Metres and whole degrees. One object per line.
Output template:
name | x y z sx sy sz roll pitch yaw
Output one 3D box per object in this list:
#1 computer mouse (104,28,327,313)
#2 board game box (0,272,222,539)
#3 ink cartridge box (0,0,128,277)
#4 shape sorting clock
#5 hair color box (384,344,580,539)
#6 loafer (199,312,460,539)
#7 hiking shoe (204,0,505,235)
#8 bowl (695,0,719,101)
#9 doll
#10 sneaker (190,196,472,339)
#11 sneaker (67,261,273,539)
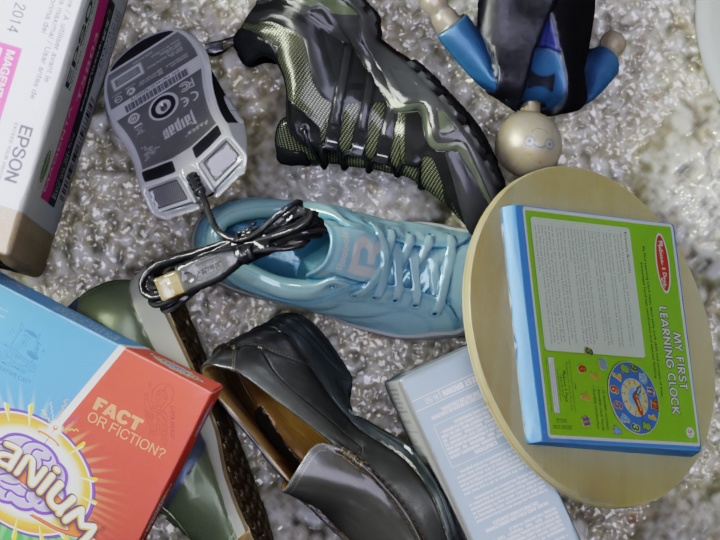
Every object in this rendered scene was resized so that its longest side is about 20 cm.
computer mouse | -0.092 -0.062 1.665 0.110 0.044 0.200 -31 47 10
board game box | -0.190 0.121 1.642 0.153 0.040 0.200 26 96 3
ink cartridge box | -0.193 -0.104 1.639 0.075 0.165 0.200 17 87 1
shape sorting clock | 0.132 0.038 1.668 0.200 0.039 0.200 14 67 -34
hair color box | 0.084 0.143 1.677 0.061 0.099 0.200 -24 89 -5
loafer | -0.018 0.116 1.658 0.072 0.073 0.200 -19 60 -42
hiking shoe | 0.002 -0.085 1.705 0.101 0.076 0.200 -42 83 7
bowl | 0.302 -0.156 1.709 0.201 0.090 0.202 0 87 -3
doll | 0.099 -0.153 1.707 0.136 0.048 0.200 5 84 -25
sneaker | 0.000 0.000 1.688 0.200 0.082 0.074 5 88 -3
sneaker | -0.121 0.102 1.690 0.090 0.067 0.200 -21 92 8
